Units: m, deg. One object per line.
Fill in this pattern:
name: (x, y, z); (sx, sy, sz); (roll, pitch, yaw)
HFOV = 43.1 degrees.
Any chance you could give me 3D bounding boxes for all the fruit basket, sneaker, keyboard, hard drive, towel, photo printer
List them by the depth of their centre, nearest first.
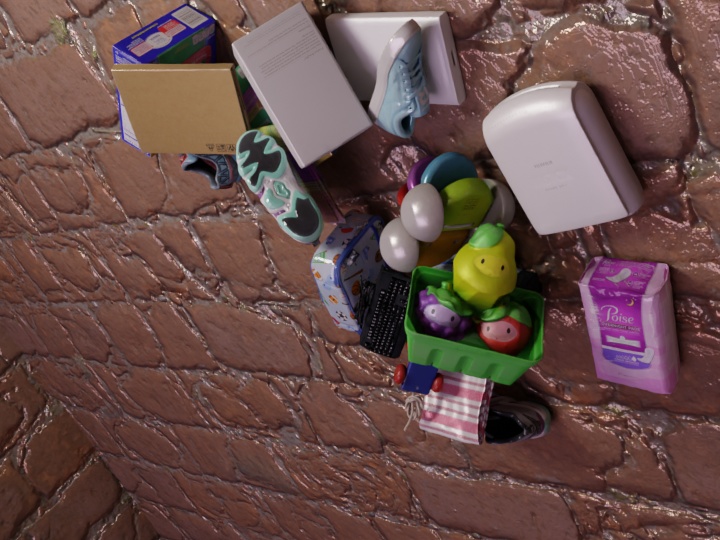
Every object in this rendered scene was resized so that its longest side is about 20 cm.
photo printer: (0.263, -0.152, 1.213); (0.166, 0.069, 0.201); (-11, 118, 49)
sneaker: (0.069, -0.259, 1.255); (0.082, 0.074, 0.200); (34, 155, 10)
fruit basket: (0.168, 0.044, 1.296); (0.213, 0.156, 0.217); (7, 135, 7)
hard drive: (0.049, -0.304, 1.305); (0.199, 0.026, 0.133); (11, 134, 37)
sneaker: (-0.127, -0.119, 1.449); (0.201, 0.077, 0.140); (59, 176, 10)
keyboard: (0.032, 0.076, 1.467); (0.103, 0.040, 0.201); (22, 137, 7)
towel: (-0.113, -0.153, 1.495); (0.143, 0.023, 0.201); (0, 129, 45)
towel: (0.166, 0.188, 1.569); (0.030, 0.202, 0.146); (14, 173, -39)
sneaker: (0.221, 0.261, 1.607); (0.198, 0.139, 0.079); (-1, 92, 37)
sneaker: (-0.301, -0.228, 1.661); (0.200, 0.096, 0.079); (41, 144, 4)

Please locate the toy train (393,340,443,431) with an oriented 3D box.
toy train: (0.099, 0.166, 1.589); (0.084, 0.116, 0.202); (14, 119, -7)

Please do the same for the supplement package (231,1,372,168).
supplement package: (-0.087, -0.266, 1.337); (0.201, 0.121, 0.120); (60, 177, -8)

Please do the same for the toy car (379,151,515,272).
toy car: (0.119, -0.096, 1.364); (0.200, 0.173, 0.151); (123, 134, -54)

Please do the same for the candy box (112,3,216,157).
candy box: (-0.323, -0.316, 1.531); (0.077, 0.169, 0.201); (34, 144, 18)

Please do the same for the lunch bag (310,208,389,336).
lunch bag: (0.000, 0.000, 1.552); (0.075, 0.161, 0.201); (18, 144, 33)

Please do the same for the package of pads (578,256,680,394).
package of pads: (0.394, 0.081, 1.320); (0.120, 0.076, 0.201); (8, 132, 35)

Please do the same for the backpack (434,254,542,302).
backpack: (0.175, 0.051, 1.463); (0.199, 0.153, 0.164); (32, 149, 34)

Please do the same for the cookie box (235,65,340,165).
cookie box: (-0.130, -0.254, 1.486); (0.200, 0.075, 0.171); (50, 144, -11)

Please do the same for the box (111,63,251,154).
box: (-0.276, -0.253, 1.436); (0.198, 0.021, 0.164); (3, 136, 13)
